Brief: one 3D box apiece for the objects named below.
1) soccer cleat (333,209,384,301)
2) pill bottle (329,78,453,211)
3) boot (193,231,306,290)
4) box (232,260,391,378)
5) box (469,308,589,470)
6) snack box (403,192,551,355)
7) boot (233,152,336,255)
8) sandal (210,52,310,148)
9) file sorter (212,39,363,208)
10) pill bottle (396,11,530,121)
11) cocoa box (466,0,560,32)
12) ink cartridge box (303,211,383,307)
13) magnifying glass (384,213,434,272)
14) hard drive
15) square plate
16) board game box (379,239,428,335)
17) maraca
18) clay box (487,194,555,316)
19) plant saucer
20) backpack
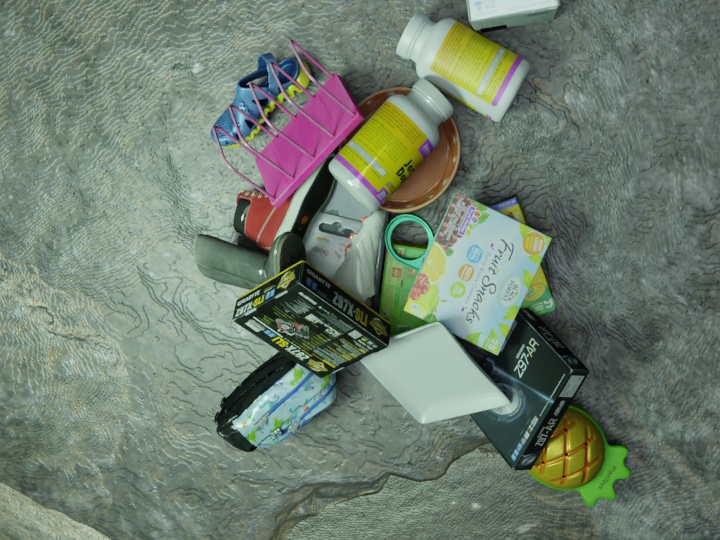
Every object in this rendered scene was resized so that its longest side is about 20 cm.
[{"bbox_3d":[0.000,0.000,1.509,0.077,0.069,0.202,27,96,4],"label":"soccer cleat"},{"bbox_3d":[0.051,-0.196,1.444,0.104,0.104,0.200,43,90,1],"label":"pill bottle"},{"bbox_3d":[-0.181,-0.022,1.503,0.198,0.073,0.184,28,142,25],"label":"boot"},{"bbox_3d":[-0.074,0.081,1.455,0.159,0.050,0.199,-27,130,38],"label":"box"},{"bbox_3d":[0.259,0.189,1.496,0.161,0.043,0.202,52,125,45],"label":"box"},{"bbox_3d":[0.181,0.004,1.470,0.167,0.068,0.203,26,96,1],"label":"snack box"},{"bbox_3d":[-0.132,-0.132,1.545,0.144,0.072,0.202,35,99,28],"label":"boot"},{"bbox_3d":[-0.178,-0.286,1.536,0.200,0.087,0.080,-44,56,11],"label":"sandal"},{"bbox_3d":[-0.121,-0.234,1.463,0.200,0.140,0.125,-44,130,16],"label":"file sorter"},{"bbox_3d":[0.158,-0.323,1.461,0.198,0.104,0.105,30,104,4],"label":"pill bottle"},{"bbox_3d":[0.219,-0.434,1.380,0.131,0.200,0.134,-7,98,11],"label":"cocoa box"},{"bbox_3d":[-0.055,0.013,1.569,0.160,0.057,0.203,13,82,9],"label":"ink cartridge box"},{"bbox_3d":[0.115,-0.006,1.518,0.079,0.022,0.201,-39,92,13],"label":"magnifying glass"},{"bbox_3d":[-0.022,-0.069,1.577,0.137,0.033,0.204,10,101,10],"label":"hard drive"},{"bbox_3d":[0.114,0.163,1.513,0.196,0.029,0.200,-21,121,41],"label":"square plate"},{"bbox_3d":[0.084,0.058,1.571,0.100,0.048,0.204,8,101,9],"label":"board game box"},{"bbox_3d":[0.346,0.299,1.531,0.198,0.107,0.138,33,98,0],"label":"maraca"},{"bbox_3d":[0.237,-0.008,1.529,0.113,0.048,0.203,-21,95,13],"label":"clay box"},{"bbox_3d":[0.063,-0.194,1.519,0.196,0.032,0.204,0,84,5],"label":"plant saucer"},{"bbox_3d":[-0.134,0.211,1.596,0.153,0.163,0.201,36,98,-6],"label":"backpack"}]
